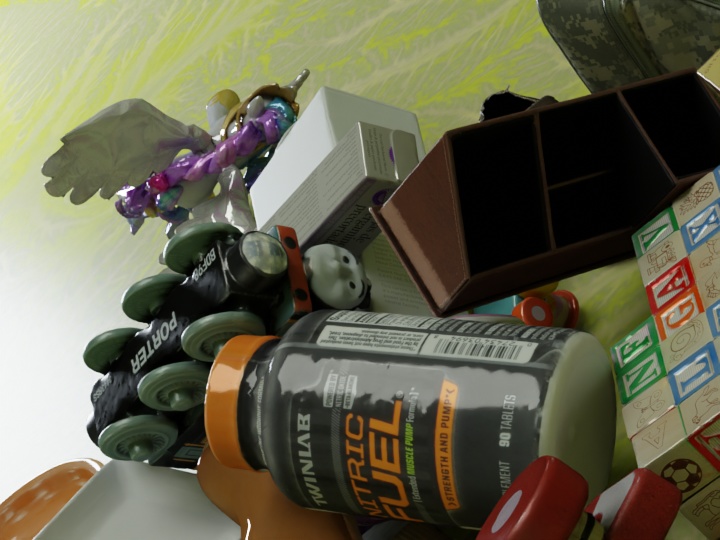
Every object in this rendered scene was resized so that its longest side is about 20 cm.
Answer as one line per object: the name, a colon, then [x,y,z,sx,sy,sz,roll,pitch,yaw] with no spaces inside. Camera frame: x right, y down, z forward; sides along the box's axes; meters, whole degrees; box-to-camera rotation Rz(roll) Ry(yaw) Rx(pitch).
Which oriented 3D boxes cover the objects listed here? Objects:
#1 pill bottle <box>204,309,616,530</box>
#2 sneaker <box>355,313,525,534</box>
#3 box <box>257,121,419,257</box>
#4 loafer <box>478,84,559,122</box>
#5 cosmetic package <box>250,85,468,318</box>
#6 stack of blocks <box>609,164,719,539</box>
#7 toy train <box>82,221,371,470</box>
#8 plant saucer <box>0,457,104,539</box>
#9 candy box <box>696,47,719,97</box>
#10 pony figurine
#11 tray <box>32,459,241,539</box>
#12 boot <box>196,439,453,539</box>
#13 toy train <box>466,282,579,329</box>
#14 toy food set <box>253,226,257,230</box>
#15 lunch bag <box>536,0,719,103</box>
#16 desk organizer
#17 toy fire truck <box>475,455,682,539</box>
pill bottle: [0.022,0.075,1.348,0.200,0.106,0.106,4,48,26]
sneaker: [0.030,0.110,1.457,0.200,0.080,0.089,-44,58,36]
box: [-0.034,-0.011,1.504,0.200,0.039,0.042,-46,42,42]
loafer: [0.116,-0.063,1.585,0.073,0.071,0.200,-48,23,-5]
cosmetic package: [0.000,0.000,1.554,0.102,0.074,0.200,-51,36,39]
stack of blocks: [0.188,0.031,1.330,0.115,0.059,0.200,-38,25,18]
toy train: [-0.077,0.044,1.480,0.200,0.114,0.085,-48,46,42]
plant saucer: [-0.228,0.214,1.763,0.200,0.037,0.200,-37,24,20]
candy box: [0.249,-0.051,1.288,0.056,0.117,0.200,-45,24,4]
pony figurine: [-0.123,-0.072,1.937,0.193,0.167,0.200,-43,7,-12]
tray: [-0.131,0.166,1.452,0.107,0.022,0.200,10,27,18]
boot: [-0.055,0.166,1.393,0.200,0.074,0.155,24,51,39]
toy train: [0.064,0.030,1.558,0.200,0.056,0.151,46,118,57]
toy food set: [-0.031,-0.007,1.757,0.144,0.060,0.200,-49,24,-5]
lunch bag: [0.224,-0.190,1.543,0.168,0.139,0.200,7,56,42]
desk organizer: [0.111,-0.045,1.407,0.200,0.072,0.077,-17,-22,-40]
toy fire truck: [0.076,0.188,1.229,0.200,0.112,0.168,-59,8,-30]
